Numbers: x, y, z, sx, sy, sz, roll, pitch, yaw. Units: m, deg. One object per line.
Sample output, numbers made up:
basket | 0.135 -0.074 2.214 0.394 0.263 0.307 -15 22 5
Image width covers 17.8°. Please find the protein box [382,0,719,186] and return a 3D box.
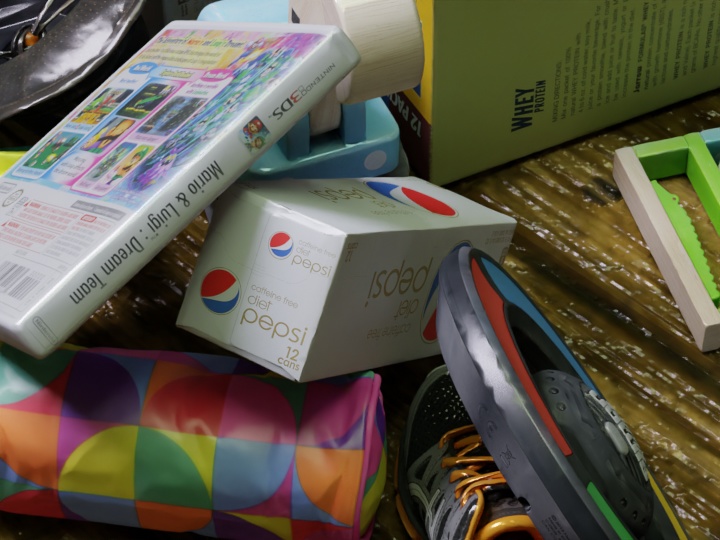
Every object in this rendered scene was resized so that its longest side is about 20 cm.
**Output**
protein box | 0.093 -0.183 1.181 0.199 0.199 0.135 -20 48 -18

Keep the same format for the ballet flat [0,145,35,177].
ballet flat | -0.209 -0.028 1.126 0.198 0.067 0.067 1 60 -1

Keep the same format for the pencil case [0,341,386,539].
pencil case | -0.086 0.070 1.014 0.199 0.089 0.089 9 46 5

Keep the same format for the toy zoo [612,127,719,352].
toy zoo | 0.242 -0.030 1.156 0.199 0.021 0.132 -11 47 -10

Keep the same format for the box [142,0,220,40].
box | -0.058 -0.221 1.288 0.199 0.098 0.124 -26 51 -23

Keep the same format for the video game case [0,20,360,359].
video game case | -0.106 -0.042 0.999 0.182 0.024 0.200 -44 21 -14

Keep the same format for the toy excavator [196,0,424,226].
toy excavator | -0.028 -0.095 1.090 0.099 0.201 0.195 -17 46 -15

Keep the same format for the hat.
hat | -0.166 -0.123 1.190 0.200 0.081 0.202 -18 47 20

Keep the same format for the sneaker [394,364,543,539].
sneaker | 0.062 0.109 0.981 0.078 0.078 0.201 -9 45 -7

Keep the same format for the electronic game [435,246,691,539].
electronic game | 0.093 0.076 0.943 0.041 0.200 0.201 -33 47 11

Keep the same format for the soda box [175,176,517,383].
soda box | 0.000 0.000 1.020 0.063 0.069 0.200 23 12 21
